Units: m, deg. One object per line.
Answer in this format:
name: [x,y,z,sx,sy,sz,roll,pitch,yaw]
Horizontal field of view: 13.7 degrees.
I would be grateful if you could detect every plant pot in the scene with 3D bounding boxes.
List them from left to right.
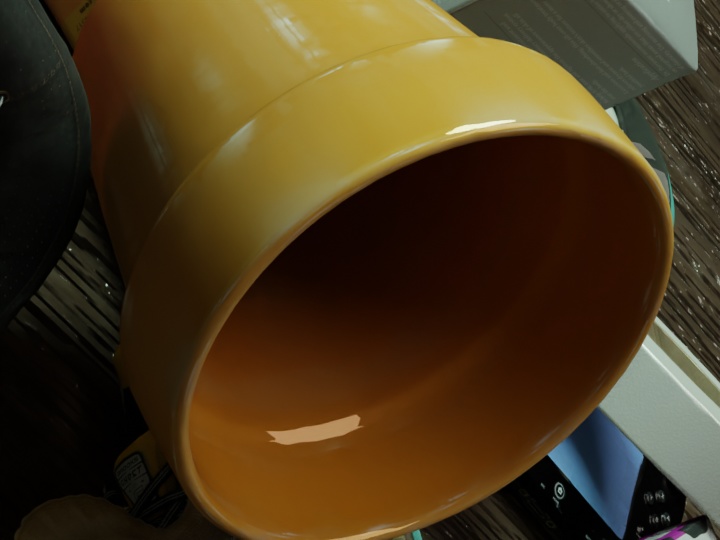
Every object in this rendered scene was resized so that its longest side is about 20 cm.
plant pot: [-0.015,-0.031,1.103,0.200,0.200,0.184,29,20,-49]

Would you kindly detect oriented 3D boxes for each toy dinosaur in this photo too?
toy dinosaur: [-0.099,0.125,1.093,0.199,0.058,0.101,-18,59,-35]

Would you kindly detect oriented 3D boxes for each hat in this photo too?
hat: [-0.191,-0.042,1.042,0.081,0.201,0.200,32,7,37]

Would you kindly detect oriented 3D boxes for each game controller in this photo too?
game controller: [0.103,0.080,1.508,0.200,0.042,0.105,49,34,-30]

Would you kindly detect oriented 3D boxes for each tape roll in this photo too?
tape roll: [0.136,0.051,1.409,0.203,0.037,0.203,46,7,-7]

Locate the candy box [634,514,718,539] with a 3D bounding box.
candy box: [0.069,0.173,1.289,0.200,0.136,0.061,-20,86,-62]

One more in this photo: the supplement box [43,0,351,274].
supplement box: [-0.055,-0.057,1.255,0.066,0.069,0.201,10,43,-58]

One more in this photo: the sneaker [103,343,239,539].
sneaker: [-0.068,0.107,1.181,0.082,0.078,0.201,30,38,-38]

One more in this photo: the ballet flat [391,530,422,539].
ballet flat: [-0.007,0.112,1.236,0.071,0.070,0.200,54,11,-22]

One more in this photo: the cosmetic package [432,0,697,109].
cosmetic package: [0.045,-0.112,1.383,0.107,0.199,0.091,41,40,-43]

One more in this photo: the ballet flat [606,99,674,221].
ballet flat: [0.110,-0.095,1.627,0.068,0.068,0.201,15,47,-44]
